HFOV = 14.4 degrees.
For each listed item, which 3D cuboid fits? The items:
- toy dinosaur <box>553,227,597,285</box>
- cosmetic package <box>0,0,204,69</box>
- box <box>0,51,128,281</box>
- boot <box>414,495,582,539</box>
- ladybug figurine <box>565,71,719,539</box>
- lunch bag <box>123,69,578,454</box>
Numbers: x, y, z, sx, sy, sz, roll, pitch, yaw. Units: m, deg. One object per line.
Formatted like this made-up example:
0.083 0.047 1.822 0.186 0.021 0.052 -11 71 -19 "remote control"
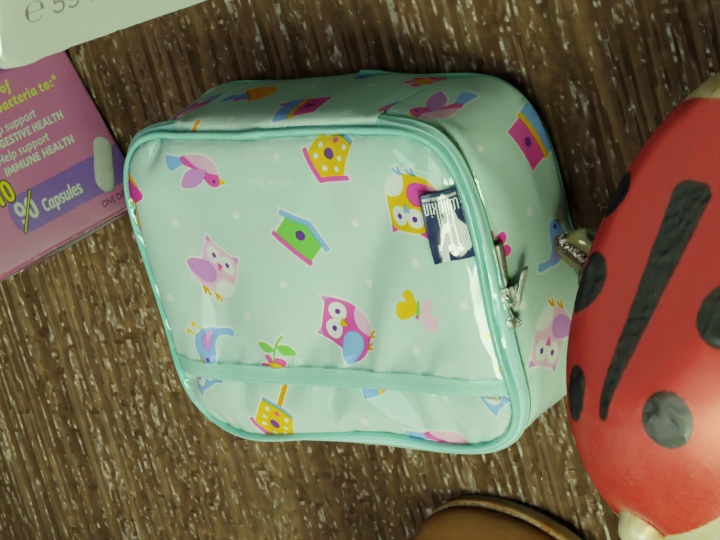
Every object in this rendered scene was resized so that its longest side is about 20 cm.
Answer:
0.166 0.034 1.107 0.200 0.047 0.088 46 136 16 "toy dinosaur"
-0.134 -0.211 1.129 0.166 0.167 0.200 23 127 44 "cosmetic package"
-0.225 -0.072 1.288 0.097 0.176 0.200 -27 93 44 "box"
0.043 0.177 1.191 0.200 0.155 0.077 50 135 34 "boot"
0.133 0.005 1.035 0.136 0.072 0.200 11 76 47 "ladybug figurine"
0.000 0.000 1.207 0.200 0.077 0.161 2 113 39 "lunch bag"
